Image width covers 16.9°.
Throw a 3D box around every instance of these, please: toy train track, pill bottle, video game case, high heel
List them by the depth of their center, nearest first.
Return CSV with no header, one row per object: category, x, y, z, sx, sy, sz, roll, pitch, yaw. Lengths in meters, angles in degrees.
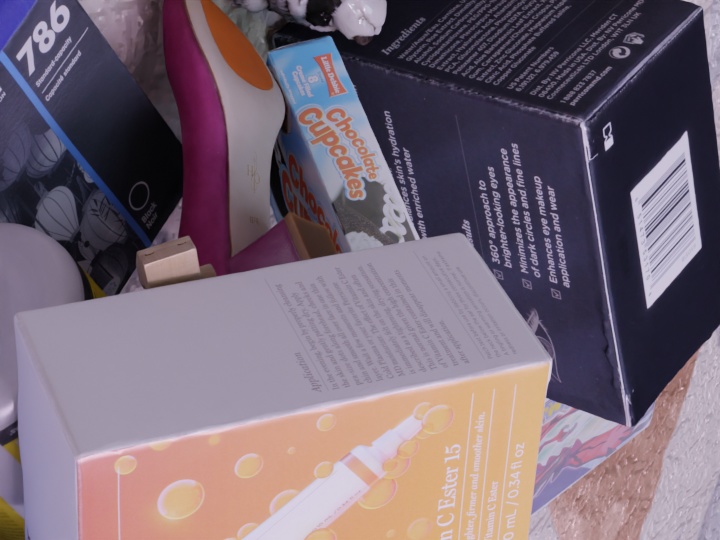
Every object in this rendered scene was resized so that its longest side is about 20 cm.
toy train track,-0.074,0.063,1.062,0.114,0.033,0.201,-18,130,-14
pill bottle,-0.136,0.074,1.114,0.112,0.112,0.200,-58,144,-18
high heel,-0.076,-0.040,1.133,0.096,0.201,0.067,-36,152,21
video game case,0.101,0.096,1.394,0.200,0.023,0.183,-36,155,-20

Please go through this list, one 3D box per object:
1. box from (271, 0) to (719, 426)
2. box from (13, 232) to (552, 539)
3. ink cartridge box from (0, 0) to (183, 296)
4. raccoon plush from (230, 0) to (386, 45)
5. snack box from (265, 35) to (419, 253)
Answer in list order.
box,0.079,-0.051,1.274,0.117,0.199,0.198,-44,138,-34
box,-0.034,0.075,1.001,0.199,0.098,0.125,-11,128,-18
ink cartridge box,-0.150,-0.067,1.095,0.100,0.039,0.200,-58,143,-17
raccoon plush,-0.008,-0.215,1.200,0.096,0.134,0.201,8,72,-43
snack box,0.000,0.000,1.179,0.037,0.201,0.116,-16,154,-14
